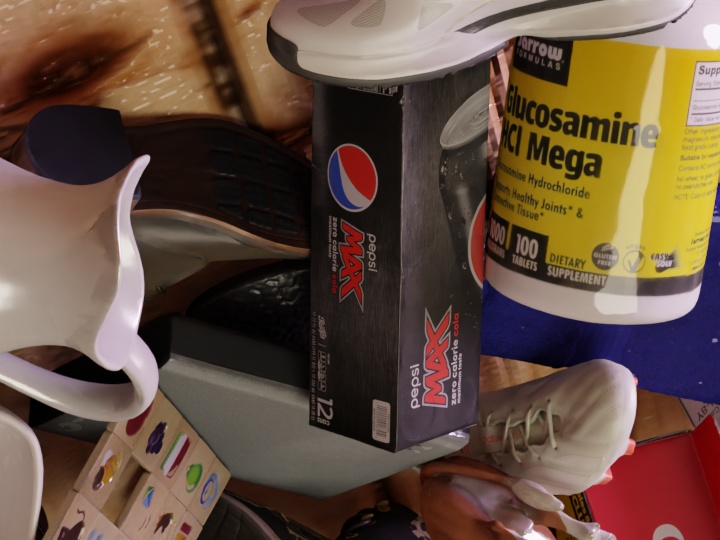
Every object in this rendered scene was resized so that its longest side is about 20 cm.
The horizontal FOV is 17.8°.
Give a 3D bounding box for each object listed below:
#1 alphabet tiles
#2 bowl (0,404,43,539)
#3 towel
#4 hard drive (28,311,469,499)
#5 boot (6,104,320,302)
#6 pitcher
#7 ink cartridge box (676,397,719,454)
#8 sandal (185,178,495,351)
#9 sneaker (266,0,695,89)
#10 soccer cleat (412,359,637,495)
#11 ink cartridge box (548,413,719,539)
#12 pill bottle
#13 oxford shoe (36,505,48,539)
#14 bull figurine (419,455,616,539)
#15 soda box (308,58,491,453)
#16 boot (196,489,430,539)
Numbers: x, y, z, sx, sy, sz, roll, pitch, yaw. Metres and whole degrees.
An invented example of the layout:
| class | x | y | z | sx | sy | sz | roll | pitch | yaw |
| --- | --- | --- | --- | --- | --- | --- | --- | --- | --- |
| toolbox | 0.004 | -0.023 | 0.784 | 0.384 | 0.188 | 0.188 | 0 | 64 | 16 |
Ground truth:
| class | x | y | z | sx | sy | sz | roll | pitch | yaw |
| --- | --- | --- | --- | --- | --- | --- | --- | --- | --- |
| alphabet tiles | -0.138 | 0.167 | 1.186 | 0.201 | 0.008 | 0.167 | -61 | 159 | -14 |
| bowl | -0.266 | 0.135 | 1.137 | 0.198 | 0.075 | 0.202 | 13 | 102 | -14 |
| towel | 0.158 | 0.000 | 1.274 | 0.198 | 0.050 | 0.148 | 13 | 131 | -7 |
| hard drive | -0.060 | 0.076 | 1.243 | 0.199 | 0.033 | 0.139 | 18 | 152 | -35 |
| boot | -0.100 | -0.024 | 1.163 | 0.199 | 0.075 | 0.097 | 13 | 140 | -32 |
| pitcher | -0.194 | 0.009 | 1.066 | 0.198 | 0.122 | 0.172 | 5 | 139 | 6 |
| ink cartridge box | 0.306 | 0.050 | 1.410 | 0.199 | 0.084 | 0.146 | 13 | 125 | -36 |
| sandal | 0.000 | 0.000 | 1.234 | 0.199 | 0.045 | 0.075 | -23 | 131 | 4 |
| sneaker | 0.049 | -0.156 | 1.021 | 0.199 | 0.076 | 0.116 | -12 | 124 | -4 |
| soccer cleat | 0.089 | 0.095 | 1.306 | 0.077 | 0.070 | 0.200 | 13 | 159 | -21 |
| ink cartridge box | 0.183 | 0.207 | 1.374 | 0.083 | 0.202 | 0.176 | -13 | 162 | -15 |
| pill bottle | 0.127 | -0.083 | 1.140 | 0.112 | 0.112 | 0.202 | -1 | 106 | -26 |
| oxford shoe | -0.231 | 0.119 | 1.209 | 0.070 | 0.075 | 0.200 | -38 | 128 | 14 |
| bull figurine | 0.098 | 0.183 | 1.304 | 0.065 | 0.121 | 0.201 | -54 | 134 | -24 |
| soda box | 0.019 | -0.017 | 1.148 | 0.070 | 0.063 | 0.202 | -15 | 113 | -45 |
| boot | -0.025 | 0.172 | 1.346 | 0.150 | 0.199 | 0.074 | -19 | 133 | -67 |
